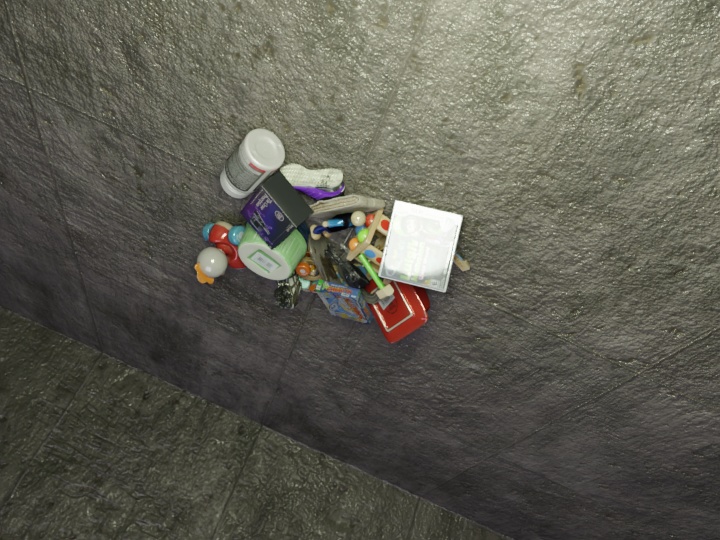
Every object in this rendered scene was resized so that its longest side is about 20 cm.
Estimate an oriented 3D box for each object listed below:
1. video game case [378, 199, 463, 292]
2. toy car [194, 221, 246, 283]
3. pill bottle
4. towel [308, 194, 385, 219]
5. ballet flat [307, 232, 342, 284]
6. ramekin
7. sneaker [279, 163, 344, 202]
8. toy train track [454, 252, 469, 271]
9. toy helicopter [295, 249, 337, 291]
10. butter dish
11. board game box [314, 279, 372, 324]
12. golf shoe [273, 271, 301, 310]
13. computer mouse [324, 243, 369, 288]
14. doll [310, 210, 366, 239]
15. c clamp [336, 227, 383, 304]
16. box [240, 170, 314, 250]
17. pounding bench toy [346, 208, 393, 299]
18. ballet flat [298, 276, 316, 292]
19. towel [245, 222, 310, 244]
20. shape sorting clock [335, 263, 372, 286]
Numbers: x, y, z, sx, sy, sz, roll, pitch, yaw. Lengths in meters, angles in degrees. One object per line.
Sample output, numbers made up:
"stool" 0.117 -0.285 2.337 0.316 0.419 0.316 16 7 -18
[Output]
"video game case" 0.153 -0.062 1.557 0.179 0.203 0.023 13 -177 6
"toy car" -0.440 -0.032 1.918 0.183 0.201 0.177 9 147 43
"pill bottle" -0.290 -0.275 1.599 0.113 0.115 0.199 36 145 -19
"towel" -0.046 -0.169 1.613 0.198 0.035 0.132 -7 177 35
"ballet flat" -0.112 -0.022 1.838 0.046 0.067 0.202 -2 115 63
"ramekin" -0.267 -0.061 1.806 0.197 0.098 0.201 16 147 11
"sneaker" -0.131 -0.221 1.619 0.198 0.070 0.100 11 148 21
"toy train track" 0.235 -0.066 1.647 0.114 0.033 0.200 -19 134 36
"toy helicopter" -0.105 0.007 1.917 0.197 0.080 0.133 3 137 8
"butter dish" 0.133 0.084 1.822 0.200 0.147 0.201 -40 74 45
"board game box" -0.046 0.096 1.819 0.134 0.035 0.200 13 157 20
"golf shoe" -0.233 0.025 1.950 0.077 0.203 0.094 -2 174 27
"computer mouse" -0.046 -0.007 1.680 0.141 0.046 0.200 49 -174 12
"doll" -0.050 -0.126 1.616 0.199 0.135 0.049 -13 92 55
"c clamp" 0.000 0.000 1.782 0.200 0.027 0.171 47 134 9
"box" -0.227 -0.156 1.628 0.141 0.079 0.200 47 150 -7
"pounding bench toy" 0.044 -0.041 1.640 0.155 0.202 0.124 31 146 -14
"ballet flat" -0.159 0.042 2.013 0.197 0.070 0.071 18 173 8
"towel" -0.248 -0.116 1.854 0.198 0.049 0.112 -1 140 32
"shape sorting clock" 0.003 0.052 1.903 0.197 0.040 0.201 0 141 0
